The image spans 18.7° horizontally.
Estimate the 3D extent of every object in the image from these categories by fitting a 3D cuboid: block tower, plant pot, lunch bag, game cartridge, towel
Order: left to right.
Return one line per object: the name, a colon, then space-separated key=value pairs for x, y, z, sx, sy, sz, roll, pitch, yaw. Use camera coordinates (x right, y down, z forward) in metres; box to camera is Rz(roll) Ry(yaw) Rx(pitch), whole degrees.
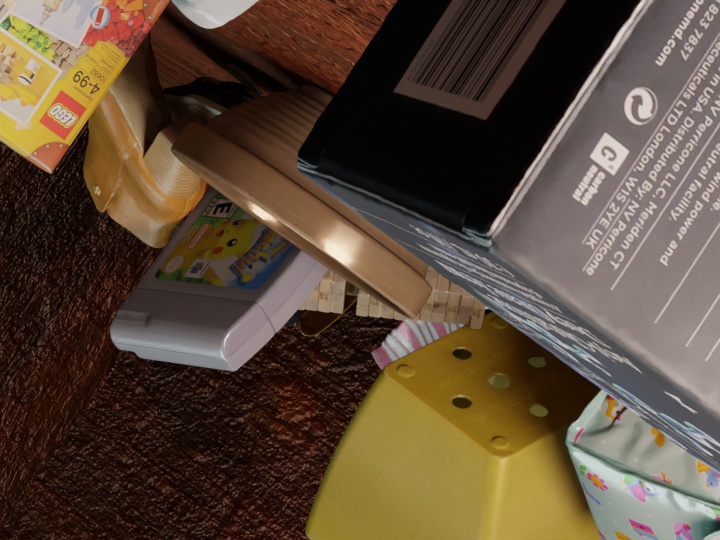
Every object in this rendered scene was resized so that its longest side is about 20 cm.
game cartridge: x=-0.084 y=-0.011 z=1.622 sx=0.133 sy=0.200 sz=0.041 roll=8 pitch=140 yaw=34
plant pot: x=-0.021 y=-0.059 z=1.475 sx=0.200 sy=0.093 sz=0.201 roll=35 pitch=177 yaw=2
block tower: x=0.000 y=0.000 z=1.706 sx=0.199 sy=0.058 sz=0.054 roll=7 pitch=152 yaw=2
towel: x=0.071 y=0.091 z=1.936 sx=0.200 sy=0.030 sz=0.147 roll=123 pitch=133 yaw=-57
plant pot: x=0.097 y=0.153 z=1.717 sx=0.200 sy=0.200 sz=0.177 roll=35 pitch=134 yaw=35
lunch bag: x=0.259 y=0.158 z=1.532 sx=0.199 sy=0.122 sz=0.171 roll=25 pitch=158 yaw=27

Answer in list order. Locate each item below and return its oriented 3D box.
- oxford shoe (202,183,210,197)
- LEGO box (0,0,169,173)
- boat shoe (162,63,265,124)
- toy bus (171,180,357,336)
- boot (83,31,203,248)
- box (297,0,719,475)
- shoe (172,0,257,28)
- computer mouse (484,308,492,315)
oxford shoe: x=-0.085 y=-0.084 z=1.836 sx=0.072 sy=0.071 sz=0.200 roll=28 pitch=-158 yaw=-12
LEGO box: x=-0.247 y=-0.182 z=1.444 sx=0.077 sy=0.149 sz=0.200 roll=32 pitch=177 yaw=46
boat shoe: x=-0.101 y=-0.115 z=1.672 sx=0.075 sy=0.062 sz=0.200 roll=61 pitch=161 yaw=-16
toy bus: x=-0.084 y=-0.062 z=2.048 sx=0.200 sy=0.136 sz=0.192 roll=37 pitch=-168 yaw=-16
boot: x=-0.193 y=-0.121 z=1.672 sx=0.202 sy=0.071 sz=0.144 roll=55 pitch=145 yaw=11
box: x=0.105 y=-0.011 z=0.649 sx=0.200 sy=0.107 sz=0.148 roll=35 pitch=177 yaw=-23
shoe: x=-0.054 y=-0.140 z=0.749 sx=0.091 sy=0.072 sz=0.200 roll=37 pitch=172 yaw=-17
computer mouse: x=0.166 y=0.067 z=1.837 sx=0.109 sy=0.044 sz=0.200 roll=-8 pitch=139 yaw=45
